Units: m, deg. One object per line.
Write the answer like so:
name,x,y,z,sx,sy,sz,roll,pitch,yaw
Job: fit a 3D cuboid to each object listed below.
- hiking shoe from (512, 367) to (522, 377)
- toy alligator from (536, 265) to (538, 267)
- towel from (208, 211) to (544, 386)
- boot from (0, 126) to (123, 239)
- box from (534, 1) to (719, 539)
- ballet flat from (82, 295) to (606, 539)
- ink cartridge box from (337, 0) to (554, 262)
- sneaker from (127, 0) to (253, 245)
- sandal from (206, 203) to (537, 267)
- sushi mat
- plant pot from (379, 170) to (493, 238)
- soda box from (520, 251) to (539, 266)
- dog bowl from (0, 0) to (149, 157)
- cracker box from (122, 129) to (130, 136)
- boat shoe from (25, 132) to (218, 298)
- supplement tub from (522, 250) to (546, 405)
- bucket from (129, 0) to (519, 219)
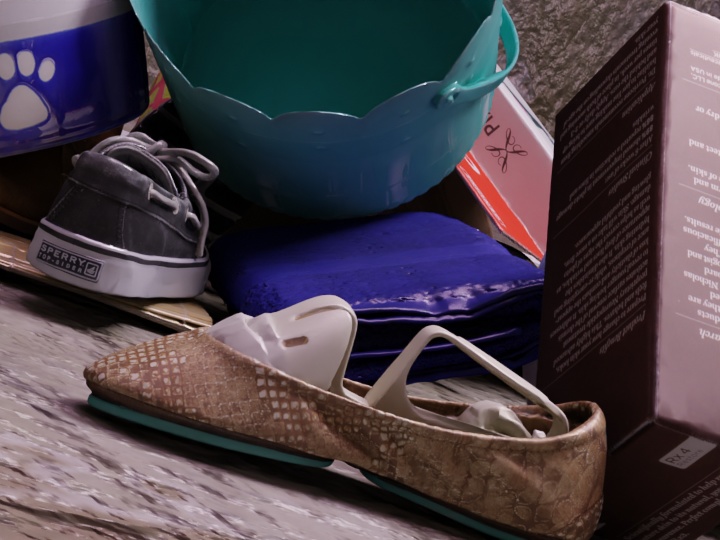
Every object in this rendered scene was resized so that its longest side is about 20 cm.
hiking shoe,0.158,0.064,1.234,0.199,0.076,0.101,13,12,16
toy alligator,0.104,0.032,1.384,0.054,0.060,0.200,-10,12,-14
towel,0.008,0.015,1.011,0.147,0.050,0.200,-6,13,-12
boot,-0.178,-0.057,1.115,0.073,0.076,0.200,22,6,8
box,0.126,0.002,0.848,0.075,0.201,0.100,20,-33,-17
ballet flat,0.001,0.045,0.749,0.199,0.065,0.071,18,5,-19
ink cartridge box,0.073,-0.084,1.196,0.200,0.044,0.174,57,10,25
sneaker,-0.095,-0.074,1.180,0.078,0.200,0.090,39,-33,-16
sandal,0.000,0.000,1.143,0.199,0.082,0.055,19,-1,16
sushi mat,-0.168,-0.009,0.976,0.199,0.012,0.096,19,3,-16
plant pot,0.000,-0.046,1.361,0.093,0.201,0.201,-25,21,-16
soda box,0.106,0.016,1.528,0.199,0.064,0.068,21,5,16
dog bowl,-0.211,-0.111,1.075,0.199,0.079,0.200,-6,15,1
cracker box,-0.170,-0.061,1.289,0.199,0.058,0.134,21,6,14
boat shoe,-0.106,-0.030,0.975,0.073,0.068,0.199,21,4,9
supplement tub,0.191,0.041,0.999,0.199,0.132,0.132,5,10,-21
bucket,-0.017,-0.134,1.068,0.207,0.208,0.135,21,-22,14
